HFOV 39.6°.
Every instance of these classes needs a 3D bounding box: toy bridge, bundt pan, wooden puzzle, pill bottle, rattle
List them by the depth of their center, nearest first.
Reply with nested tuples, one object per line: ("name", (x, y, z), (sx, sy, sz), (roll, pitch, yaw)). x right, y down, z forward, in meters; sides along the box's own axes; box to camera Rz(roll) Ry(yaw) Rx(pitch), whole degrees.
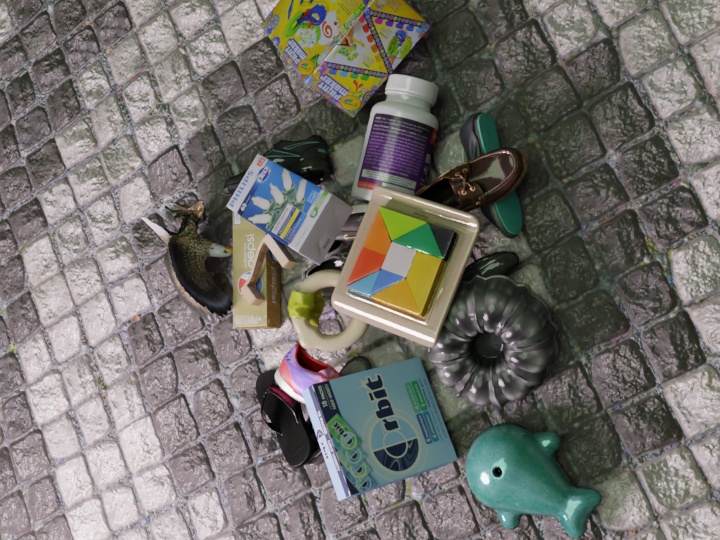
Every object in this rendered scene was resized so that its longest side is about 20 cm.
("bundt pan", (0.189, 0.111, 1.465), (0.200, 0.076, 0.204), (3, 104, 13))
("wooden puzzle", (0.062, -0.010, 1.465), (0.184, 0.037, 0.202), (20, 89, 27))
("pill bottle", (0.060, -0.199, 1.574), (0.111, 0.111, 0.202), (15, 91, 26))
("rattle", (-0.009, 0.059, 1.580), (0.199, 0.143, 0.131), (-21, 68, -3))
("toy bridge", (-0.130, -0.031, 1.612), (0.200, 0.027, 0.067), (-47, 63, 16))

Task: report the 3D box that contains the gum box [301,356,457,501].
("gum box", (0.030, 0.234, 1.503), (0.045, 0.199, 0.171), (-40, 66, 53))

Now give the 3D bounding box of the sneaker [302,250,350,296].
("sneaker", (0.000, 0.000, 1.598), (0.199, 0.082, 0.075), (-19, 77, 22))

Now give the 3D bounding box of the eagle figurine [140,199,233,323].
("eagle figurine", (-0.280, -0.014, 1.691), (0.150, 0.151, 0.202), (-4, 83, 32))

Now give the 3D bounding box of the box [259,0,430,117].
("box", (-0.029, -0.392, 1.597), (0.193, 0.122, 0.200), (-47, 47, 14))

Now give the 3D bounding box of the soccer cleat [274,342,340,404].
("soccer cleat", (-0.043, 0.193, 1.548), (0.199, 0.068, 0.074), (35, 116, 16))

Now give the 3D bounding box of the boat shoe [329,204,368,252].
("boat shoe", (-0.053, -0.060, 1.626), (0.200, 0.071, 0.061), (-11, 79, 34))

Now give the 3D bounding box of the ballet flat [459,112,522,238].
("ballet flat", (0.195, -0.141, 1.536), (0.073, 0.073, 0.202), (-17, 84, 23))

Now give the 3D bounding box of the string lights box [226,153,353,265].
("string lights box", (-0.113, -0.098, 1.563), (0.199, 0.059, 0.103), (31, 89, 42))

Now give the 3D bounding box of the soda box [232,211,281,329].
("soda box", (-0.174, -0.002, 1.686), (0.063, 0.068, 0.202), (-3, 83, 17))

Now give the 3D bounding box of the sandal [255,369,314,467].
("sandal", (-0.130, 0.230, 1.623), (0.075, 0.045, 0.200), (-48, 43, 16))

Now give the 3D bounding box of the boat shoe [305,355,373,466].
("boat shoe", (-0.042, 0.228, 1.608), (0.067, 0.057, 0.201), (32, 99, 24))

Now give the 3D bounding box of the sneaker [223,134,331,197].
("sneaker", (-0.141, -0.171, 1.699), (0.198, 0.075, 0.080), (-13, 65, 17))

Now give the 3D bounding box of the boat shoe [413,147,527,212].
("boat shoe", (0.153, -0.120, 1.480), (0.199, 0.070, 0.071), (-32, 72, 33))

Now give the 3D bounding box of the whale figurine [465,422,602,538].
("whale figurine", (0.242, 0.305, 1.440), (0.199, 0.104, 0.160), (31, 98, 24))

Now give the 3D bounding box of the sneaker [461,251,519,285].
("sneaker", (0.169, 0.044, 1.528), (0.200, 0.076, 0.091), (-39, 80, 24))
